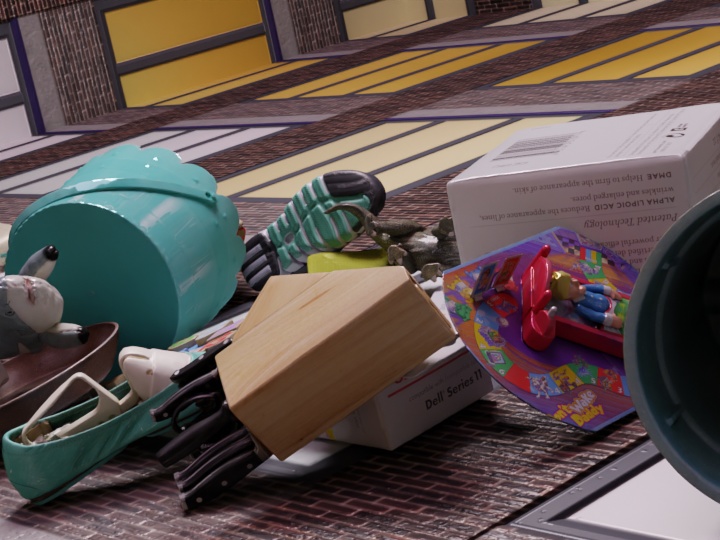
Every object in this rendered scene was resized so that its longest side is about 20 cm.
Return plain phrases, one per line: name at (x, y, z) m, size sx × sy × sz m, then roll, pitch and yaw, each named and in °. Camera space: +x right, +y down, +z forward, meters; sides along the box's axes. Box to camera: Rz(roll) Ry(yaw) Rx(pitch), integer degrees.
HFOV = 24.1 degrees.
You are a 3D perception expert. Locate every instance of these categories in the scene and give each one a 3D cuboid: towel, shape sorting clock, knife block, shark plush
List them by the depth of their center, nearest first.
knife block at (-0.052, 0.086, 1.169) m, size 0.200 × 0.064 × 0.176 m, roll -4°, pitch 47°, yaw 44°
shape sorting clock at (-0.174, 0.090, 1.394) m, size 0.200 × 0.039 × 0.200 m, roll -24°, pitch 9°, yaw 4°
shark plush at (-0.318, 0.041, 1.461) m, size 0.083 × 0.091 × 0.200 m, roll -13°, pitch -4°, yaw -39°
towel at (-0.006, 0.018, 1.570) m, size 0.086 × 0.018 × 0.200 m, roll -2°, pitch 21°, yaw -2°

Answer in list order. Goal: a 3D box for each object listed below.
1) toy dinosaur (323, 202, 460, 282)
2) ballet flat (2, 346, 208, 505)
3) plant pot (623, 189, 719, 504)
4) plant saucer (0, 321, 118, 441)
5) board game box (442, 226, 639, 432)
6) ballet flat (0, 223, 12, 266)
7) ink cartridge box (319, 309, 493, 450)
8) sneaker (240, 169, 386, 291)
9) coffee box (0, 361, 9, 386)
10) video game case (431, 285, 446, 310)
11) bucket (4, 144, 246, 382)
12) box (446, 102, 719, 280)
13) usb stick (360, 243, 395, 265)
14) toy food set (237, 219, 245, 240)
toy dinosaur at (0.060, -0.020, 1.594) m, size 0.199 × 0.077 × 0.102 m, roll 3°, pitch -8°, yaw 21°
ballet flat at (-0.178, 0.099, 1.254) m, size 0.200 × 0.071 × 0.067 m, roll -30°, pitch 23°, yaw -5°
plant pot at (0.271, 0.030, 1.018) m, size 0.200 × 0.201 × 0.196 m, roll -8°, pitch 7°, yaw 17°
plant saucer at (-0.291, 0.105, 1.443) m, size 0.200 × 0.035 × 0.200 m, roll -24°, pitch 11°, yaw 5°
board game box at (0.159, 0.027, 1.197) m, size 0.200 × 0.039 × 0.158 m, roll -20°, pitch 60°, yaw -41°
ballet flat at (-0.497, -0.037, 2.233) m, size 0.069 × 0.070 × 0.200 m, roll -19°, pitch 15°, yaw -28°
ink cartridge box at (0.016, 0.078, 1.272) m, size 0.117 × 0.068 × 0.200 m, roll -26°, pitch 19°, yaw -37°
sneaker at (-0.034, -0.045, 1.712) m, size 0.200 × 0.075 × 0.087 m, roll -31°, pitch -15°, yaw 37°
coffee box at (-0.409, 0.104, 1.417) m, size 0.200 × 0.080 × 0.114 m, roll -18°, pitch 14°, yaw 37°
video game case at (0.148, 0.032, 1.447) m, size 0.199 × 0.022 × 0.182 m, roll -8°, pitch 14°, yaw 14°
bucket at (-0.222, -0.004, 1.565) m, size 0.207 × 0.208 × 0.135 m, roll -7°, pitch 19°, yaw 21°
box at (0.201, -0.045, 1.385) m, size 0.199 × 0.131 × 0.199 m, roll -6°, pitch 15°, yaw 24°
usb stick at (0.000, 0.000, 1.691) m, size 0.055 × 0.033 × 0.200 m, roll -3°, pitch 16°, yaw 42°
toy food set at (-0.210, -0.002, 1.748) m, size 0.200 × 0.049 × 0.198 m, roll -23°, pitch 2°, yaw 44°
